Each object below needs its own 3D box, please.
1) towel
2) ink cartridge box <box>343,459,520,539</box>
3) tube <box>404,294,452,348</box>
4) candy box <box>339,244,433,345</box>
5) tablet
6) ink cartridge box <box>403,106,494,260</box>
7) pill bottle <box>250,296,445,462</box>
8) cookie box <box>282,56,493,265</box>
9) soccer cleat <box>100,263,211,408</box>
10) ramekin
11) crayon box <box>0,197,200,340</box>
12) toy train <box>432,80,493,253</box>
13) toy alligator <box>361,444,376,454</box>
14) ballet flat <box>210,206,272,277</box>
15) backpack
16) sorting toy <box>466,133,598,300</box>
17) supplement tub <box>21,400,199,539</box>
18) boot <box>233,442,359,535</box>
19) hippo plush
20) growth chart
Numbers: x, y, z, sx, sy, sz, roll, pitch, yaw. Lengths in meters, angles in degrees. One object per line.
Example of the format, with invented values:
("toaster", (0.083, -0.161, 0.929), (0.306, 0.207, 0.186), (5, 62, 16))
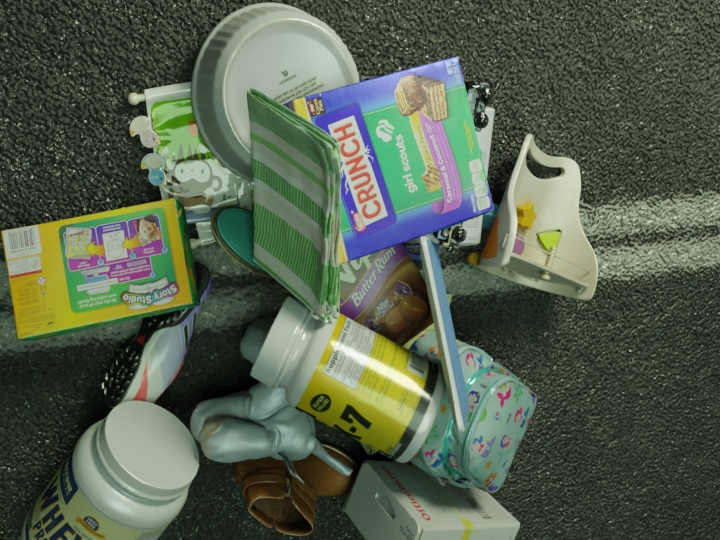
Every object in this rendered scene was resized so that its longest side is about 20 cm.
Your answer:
("towel", (-0.071, -0.063, 0.753), (0.023, 0.152, 0.204), (-24, 133, -32))
("ink cartridge box", (0.095, 0.334, 0.998), (0.197, 0.145, 0.085), (15, 104, -39))
("tube", (0.076, 0.128, 1.017), (0.051, 0.058, 0.206), (14, 100, 17))
("candy box", (0.000, 0.000, 0.872), (0.115, 0.056, 0.202), (-34, 104, -3))
("tablet", (0.093, 0.066, 0.811), (0.013, 0.130, 0.206), (-12, 87, 10))
("ink cartridge box", (0.085, -0.107, 0.932), (0.132, 0.076, 0.206), (0, 105, -15))
("pill bottle", (-0.014, 0.116, 0.812), (0.196, 0.114, 0.116), (27, 98, -2))
("cookie box", (0.028, -0.119, 0.795), (0.196, 0.075, 0.176), (-19, 100, -19))
("soccer cleat", (-0.237, 0.085, 0.907), (0.203, 0.068, 0.073), (-58, 140, -2))
("ramekin", (-0.089, -0.198, 0.833), (0.197, 0.094, 0.209), (-5, 103, -21))
("crayon box", (-0.289, 0.000, 0.830), (0.194, 0.058, 0.122), (-11, 86, -7))
("toy train", (0.117, -0.122, 0.879), (0.044, 0.034, 0.206), (6, 104, -13))
("toy alligator", (0.002, 0.149, 0.998), (0.054, 0.058, 0.205), (-38, 120, -47))
("ballet flat", (-0.103, -0.018, 0.903), (0.196, 0.071, 0.072), (21, 99, -30))
("backpack", (0.123, 0.182, 0.952), (0.199, 0.149, 0.181), (36, 77, -40))
("sorting toy", (0.234, -0.076, 0.979), (0.197, 0.106, 0.185), (18, 86, -39))
("supplement tub", (-0.292, 0.269, 0.870), (0.143, 0.146, 0.201), (31, 112, -22))
("boot", (-0.074, 0.287, 0.957), (0.195, 0.155, 0.075), (18, 101, -20))
("hippo plush", (-0.115, 0.141, 0.895), (0.156, 0.198, 0.166), (5, 98, -39))
("growth chart", (-0.186, -0.127, 0.878), (0.141, 0.018, 0.205), (-20, 108, -11))
